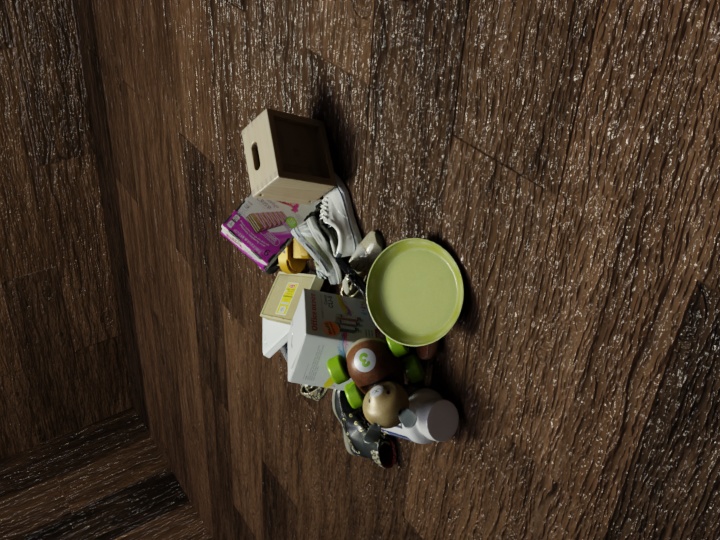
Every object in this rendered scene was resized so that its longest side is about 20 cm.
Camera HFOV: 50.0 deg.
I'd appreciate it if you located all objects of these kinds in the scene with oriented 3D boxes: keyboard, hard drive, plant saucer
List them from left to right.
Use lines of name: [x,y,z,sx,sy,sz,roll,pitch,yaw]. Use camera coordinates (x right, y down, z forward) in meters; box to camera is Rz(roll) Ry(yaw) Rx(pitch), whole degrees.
hard drive: [-0.174,0.108,1.915,0.200,0.026,0.133,-43,34,28]
keyboard: [0.019,0.049,1.577,0.200,0.021,0.127,48,-177,7]
plant saucer: [0.105,0.041,1.463,0.197,0.031,0.203,-1,89,26]

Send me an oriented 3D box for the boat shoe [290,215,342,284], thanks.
boat shoe: [-0.094,-0.038,1.746,0.203,0.064,0.075,65,-179,-49]

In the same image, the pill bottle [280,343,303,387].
pill bottle: [-0.151,0.195,1.989,0.201,0.105,0.107,57,147,23]

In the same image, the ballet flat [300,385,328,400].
ballet flat: [-0.088,0.248,1.856,0.200,0.074,0.068,-52,36,38]

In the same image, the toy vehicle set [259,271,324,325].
toy vehicle set: [-0.170,0.068,1.889,0.199,0.026,0.126,5,69,58]

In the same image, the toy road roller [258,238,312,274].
toy road roller: [-0.161,-0.093,1.829,0.144,0.123,0.203,2,96,25]

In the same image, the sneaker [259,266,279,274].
sneaker: [-0.198,-0.025,1.978,0.116,0.075,0.201,54,145,22]

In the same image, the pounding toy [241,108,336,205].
pounding toy: [-0.159,-0.251,1.674,0.142,0.182,0.203,-29,66,43]

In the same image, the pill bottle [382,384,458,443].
pill bottle: [0.112,0.296,1.602,0.199,0.110,0.113,-1,106,59]

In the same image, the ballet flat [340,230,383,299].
ballet flat: [0.000,0.000,1.670,0.068,0.062,0.201,52,145,30]

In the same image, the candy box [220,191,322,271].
candy box: [-0.198,-0.121,1.730,0.136,0.201,0.061,39,160,-1]

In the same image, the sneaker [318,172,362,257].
sneaker: [-0.058,-0.125,1.686,0.073,0.070,0.202,-37,72,59]

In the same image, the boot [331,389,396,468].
boot: [0.011,0.371,1.856,0.153,0.073,0.206,12,120,53]

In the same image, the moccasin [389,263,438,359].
moccasin: [0.103,0.079,1.527,0.073,0.077,0.204,4,110,56]

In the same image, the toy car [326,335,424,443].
toy car: [0.040,0.241,1.494,0.159,0.163,0.201,58,-168,-34]

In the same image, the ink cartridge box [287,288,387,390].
ink cartridge box: [-0.046,0.151,1.635,0.146,0.197,0.146,-99,24,-50]
